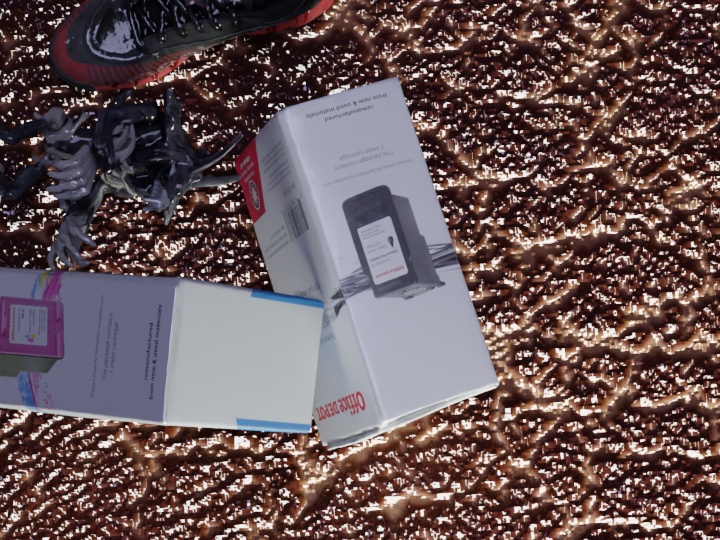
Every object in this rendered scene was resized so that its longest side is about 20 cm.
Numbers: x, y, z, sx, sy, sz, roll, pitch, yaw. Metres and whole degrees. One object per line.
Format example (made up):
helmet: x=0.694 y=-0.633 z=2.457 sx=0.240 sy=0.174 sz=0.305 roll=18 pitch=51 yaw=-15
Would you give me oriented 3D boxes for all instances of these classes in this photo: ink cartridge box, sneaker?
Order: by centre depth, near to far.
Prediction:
ink cartridge box: x=-0.144 y=0.046 z=1.238 sx=0.199 sy=0.144 sz=0.085 roll=5 pitch=87 yaw=35
ink cartridge box: x=0.000 y=0.000 z=1.298 sx=0.083 sy=0.145 sz=0.201 roll=-17 pitch=86 yaw=-17
sneaker: x=-0.107 y=-0.173 z=1.335 sx=0.199 sy=0.098 sz=0.071 roll=-20 pitch=88 yaw=-6

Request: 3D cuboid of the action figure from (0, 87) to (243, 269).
action figure: x=-0.178 y=-0.060 z=1.308 sx=0.199 sy=0.119 sz=0.102 roll=7 pitch=51 yaw=2
